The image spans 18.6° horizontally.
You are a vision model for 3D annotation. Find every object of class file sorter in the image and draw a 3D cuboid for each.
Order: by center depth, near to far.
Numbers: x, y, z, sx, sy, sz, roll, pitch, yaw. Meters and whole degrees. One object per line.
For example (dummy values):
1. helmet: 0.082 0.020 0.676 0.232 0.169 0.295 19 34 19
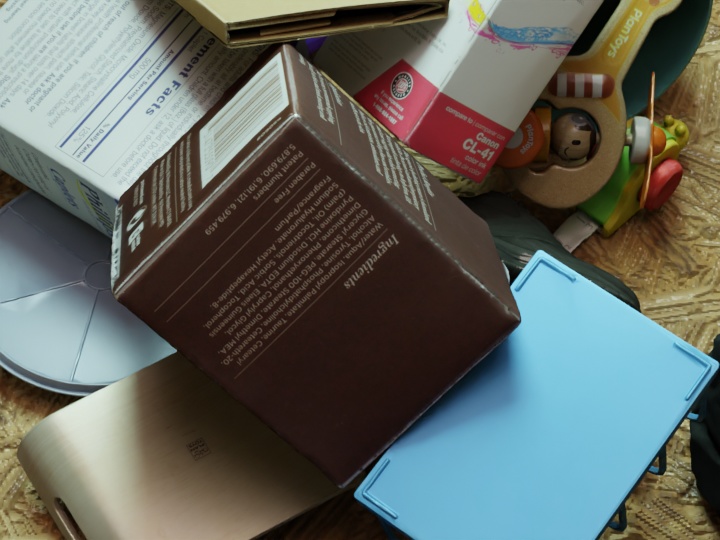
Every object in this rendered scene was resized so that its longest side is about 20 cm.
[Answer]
1. file sorter: 0.117 0.120 1.415 0.139 0.123 0.200 33 77 18

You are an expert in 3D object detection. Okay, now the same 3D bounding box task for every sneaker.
1. sneaker: 0.112 -0.011 1.556 0.200 0.076 0.091 24 43 -18

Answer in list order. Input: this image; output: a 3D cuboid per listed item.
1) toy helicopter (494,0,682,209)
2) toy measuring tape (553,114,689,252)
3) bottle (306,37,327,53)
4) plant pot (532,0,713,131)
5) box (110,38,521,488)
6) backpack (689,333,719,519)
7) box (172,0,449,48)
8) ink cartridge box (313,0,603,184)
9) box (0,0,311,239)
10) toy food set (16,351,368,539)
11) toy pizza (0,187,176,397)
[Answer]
1. toy helicopter: 0.179 -0.134 1.583 0.132 0.079 0.200 31 97 0
2. toy measuring tape: 0.179 -0.059 1.626 0.074 0.074 0.200 38 59 23
3. bottle: -0.099 -0.188 1.711 0.200 0.065 0.084 -11 53 -12
4. plant pot: 0.142 -0.223 1.677 0.201 0.201 0.161 -18 49 -16
5. box: -0.032 -0.008 1.399 0.200 0.164 0.166 42 13 -18
6. backpack: 0.327 0.081 1.477 0.200 0.167 0.127 -12 49 -20
7. box: -0.057 -0.204 1.498 0.163 0.021 0.200 -11 30 -25
8. ink cartridge box: 0.077 -0.183 1.514 0.200 0.086 0.148 -54 38 10
9. box: -0.164 -0.129 1.572 0.200 0.105 0.184 32 71 23
10. toy food set: -0.109 0.133 1.476 0.200 0.060 0.144 -27 68 -19
11. toy pizza: -0.184 0.012 1.573 0.200 0.032 0.200 1 53 -2
